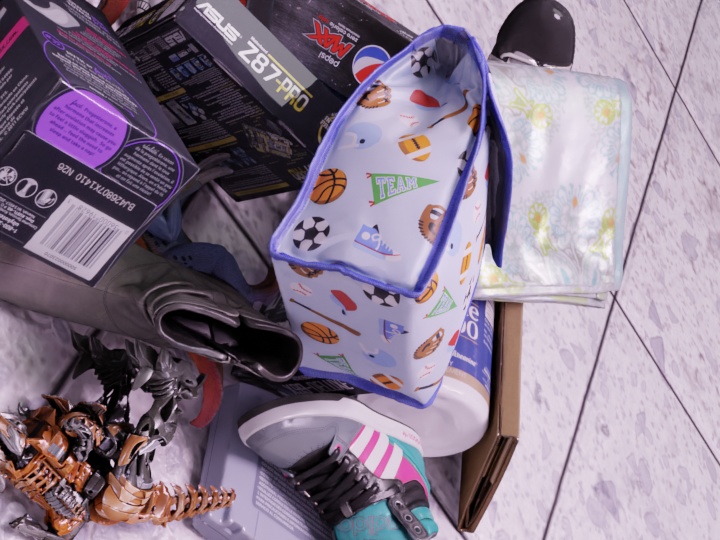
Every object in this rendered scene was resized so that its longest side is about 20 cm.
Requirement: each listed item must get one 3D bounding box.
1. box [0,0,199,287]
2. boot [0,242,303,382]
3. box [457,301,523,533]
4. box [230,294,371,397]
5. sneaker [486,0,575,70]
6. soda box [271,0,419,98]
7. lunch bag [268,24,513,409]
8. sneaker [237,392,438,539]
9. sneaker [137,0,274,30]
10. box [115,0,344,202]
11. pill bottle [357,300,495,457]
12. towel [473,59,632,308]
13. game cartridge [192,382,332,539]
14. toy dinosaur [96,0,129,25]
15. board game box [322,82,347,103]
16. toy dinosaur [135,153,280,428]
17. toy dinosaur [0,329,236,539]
[{"bbox_3d":[-0.204,-0.104,1.011,0.122,0.106,0.200,33,16,-43],"label":"box"},{"bbox_3d":[-0.139,0.016,1.039,0.199,0.131,0.068,16,93,-24],"label":"boot"},{"bbox_3d":[0.114,0.103,1.421,0.021,0.164,0.201,9,52,-4],"label":"box"},{"bbox_3d":[0.000,0.000,1.227,0.050,0.157,0.201,38,62,-28],"label":"box"},{"bbox_3d":[0.127,-0.141,1.417,0.074,0.201,0.089,25,33,2],"label":"sneaker"},{"bbox_3d":[-0.008,-0.181,1.311,0.200,0.071,0.063,35,16,17],"label":"soda box"},{"bbox_3d":[0.035,-0.038,1.067,0.170,0.123,0.201,86,24,-60],"label":"lunch bag"},{"bbox_3d":[-0.009,0.167,1.183,0.200,0.083,0.121,24,43,-50],"label":"sneaker"},{"bbox_3d":[-0.111,-0.241,1.240,0.067,0.107,0.202,-14,122,-61],"label":"sneaker"},{"bbox_3d":[-0.096,-0.123,1.161,0.161,0.200,0.049,45,71,-17],"label":"box"},{"bbox_3d":[0.059,0.047,1.386,0.111,0.111,0.201,41,41,-37],"label":"pill bottle"},{"bbox_3d":[0.151,-0.070,1.366,0.170,0.048,0.201,2,89,-35],"label":"towel"},{"bbox_3d":[-0.045,0.176,1.226,0.200,0.040,0.134,43,43,-35],"label":"game cartridge"},{"bbox_3d":[-0.159,-0.246,1.168,0.105,0.199,0.182,27,80,-39],"label":"toy dinosaur"},{"bbox_3d":[-0.057,-0.155,1.312,0.200,0.020,0.103,41,19,29],"label":"board game box"},{"bbox_3d":[-0.141,-0.024,1.146,0.181,0.105,0.201,28,58,-21],"label":"toy dinosaur"},{"bbox_3d":[-0.166,0.115,1.048,0.200,0.102,0.136,38,66,-59],"label":"toy dinosaur"}]
